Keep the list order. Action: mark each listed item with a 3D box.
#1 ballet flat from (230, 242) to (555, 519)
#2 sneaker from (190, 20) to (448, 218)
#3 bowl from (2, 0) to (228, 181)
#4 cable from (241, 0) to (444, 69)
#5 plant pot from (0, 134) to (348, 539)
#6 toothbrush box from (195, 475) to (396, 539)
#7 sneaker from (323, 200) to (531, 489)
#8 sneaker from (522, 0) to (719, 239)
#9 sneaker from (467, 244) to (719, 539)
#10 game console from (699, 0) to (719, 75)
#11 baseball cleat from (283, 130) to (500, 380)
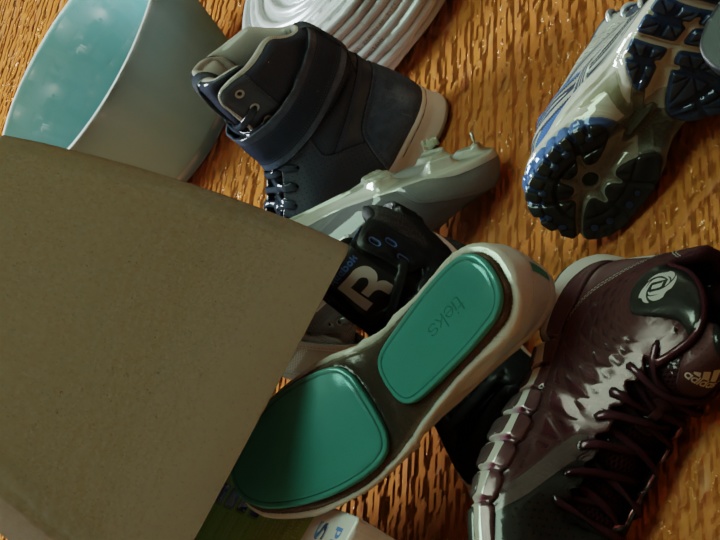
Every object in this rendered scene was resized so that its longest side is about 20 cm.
[{"bbox_3d":[0.021,0.057,1.165,0.200,0.069,0.070,-42,31,31],"label":"ballet flat"},{"bbox_3d":[-0.056,-0.049,1.449,0.203,0.146,0.077,-61,28,0],"label":"sneaker"},{"bbox_3d":[-0.165,-0.125,1.764,0.201,0.105,0.202,-41,31,32],"label":"bowl"},{"bbox_3d":[0.000,-0.205,1.593,0.200,0.069,0.201,-45,29,27],"label":"cable"},{"bbox_3d":[-0.145,0.042,1.236,0.201,0.176,0.200,-61,7,-13],"label":"plant pot"},{"bbox_3d":[-0.048,0.191,1.247,0.146,0.086,0.200,-62,25,-10],"label":"toothbrush box"},{"bbox_3d":[0.030,0.038,1.237,0.073,0.111,0.200,-51,27,18],"label":"sneaker"},{"bbox_3d":[0.149,-0.111,1.227,0.200,0.077,0.085,-45,25,27],"label":"sneaker"},{"bbox_3d":[0.120,0.068,1.093,0.115,0.075,0.201,-21,45,48],"label":"sneaker"},{"bbox_3d":[0.236,-0.167,1.063,0.172,0.118,0.201,31,90,40],"label":"game console"},{"bbox_3d":[0.000,0.000,1.392,0.199,0.107,0.070,-22,7,15],"label":"baseball cleat"}]
